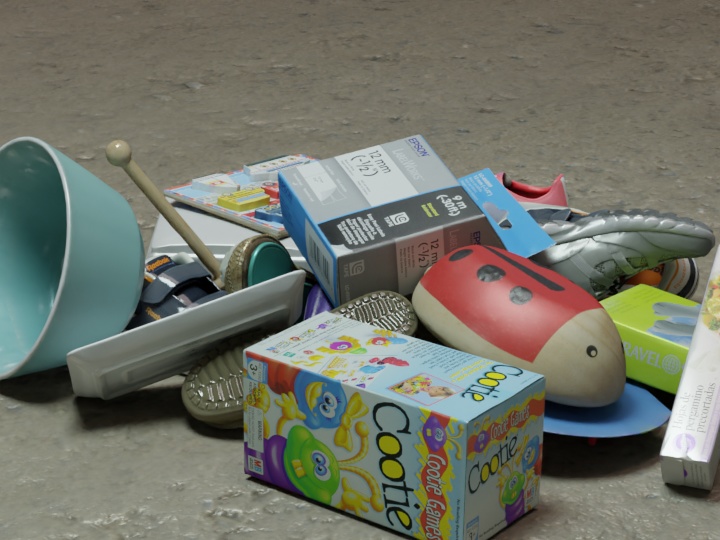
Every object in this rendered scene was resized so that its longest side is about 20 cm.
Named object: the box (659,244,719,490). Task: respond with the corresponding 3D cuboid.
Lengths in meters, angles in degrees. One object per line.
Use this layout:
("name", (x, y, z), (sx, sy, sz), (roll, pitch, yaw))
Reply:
("box", (0.270, 0.070, 1.467), (0.038, 0.042, 0.201), (8, 57, 21))

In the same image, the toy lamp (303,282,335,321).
("toy lamp", (0.000, 0.000, 1.663), (0.058, 0.059, 0.201), (8, 38, 19))

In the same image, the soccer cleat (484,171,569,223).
("soccer cleat", (0.111, -0.066, 1.924), (0.198, 0.077, 0.067), (6, 21, 11))

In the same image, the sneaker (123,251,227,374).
("sneaker", (-0.153, 0.034, 1.641), (0.198, 0.080, 0.078), (17, 24, 32))

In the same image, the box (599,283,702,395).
("box", (0.286, 0.072, 1.558), (0.198, 0.048, 0.122), (21, 20, 28))

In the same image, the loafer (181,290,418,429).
("loafer", (-0.044, 0.083, 1.531), (0.198, 0.068, 0.076), (-18, 50, -8))

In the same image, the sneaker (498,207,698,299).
("sneaker", (0.206, -0.018, 1.753), (0.198, 0.079, 0.079), (9, -7, 20))

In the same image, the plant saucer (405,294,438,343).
("plant saucer", (0.083, 0.047, 1.687), (0.198, 0.030, 0.200), (0, 20, 0))

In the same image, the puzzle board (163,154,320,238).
("puzzle board", (-0.067, -0.077, 1.835), (0.150, 0.018, 0.199), (20, 24, 35))

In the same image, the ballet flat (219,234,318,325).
("ballet flat", (-0.083, 0.012, 1.623), (0.065, 0.071, 0.200), (21, -11, 22))

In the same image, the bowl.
("bowl", (-0.252, -0.003, 1.611), (0.104, 0.203, 0.200), (11, 11, -37))

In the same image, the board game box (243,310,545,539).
("board game box", (0.022, 0.114, 1.395), (0.199, 0.104, 0.104), (16, 25, 35))

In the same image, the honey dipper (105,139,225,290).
("honey dipper", (-0.153, -0.035, 1.677), (0.038, 0.201, 0.038), (-32, 21, 14))

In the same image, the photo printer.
("photo printer", (-0.114, -0.026, 1.813), (0.164, 0.070, 0.200), (2, 20, 0))

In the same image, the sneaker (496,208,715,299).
("sneaker", (0.209, -0.008, 1.670), (0.198, 0.083, 0.075), (-6, 5, 12))

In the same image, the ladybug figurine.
("ladybug figurine", (0.126, 0.037, 1.505), (0.199, 0.073, 0.135), (30, 22, 32))

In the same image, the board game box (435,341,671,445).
("board game box", (0.148, 0.105, 1.524), (0.156, 0.039, 0.200), (1, 21, -23))

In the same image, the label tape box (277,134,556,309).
("label tape box", (0.046, -0.050, 1.623), (0.198, 0.067, 0.144), (-17, 37, -14))

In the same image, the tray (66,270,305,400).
("tray", (-0.134, 0.058, 1.532), (0.198, 0.022, 0.108), (-20, -19, -11))
